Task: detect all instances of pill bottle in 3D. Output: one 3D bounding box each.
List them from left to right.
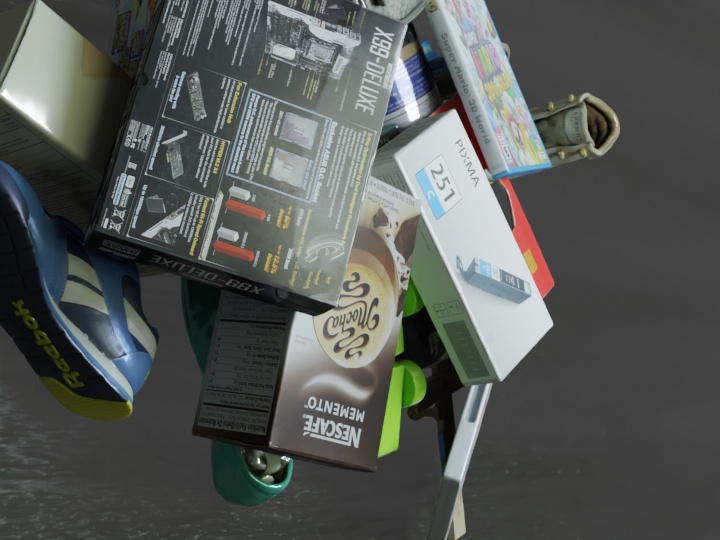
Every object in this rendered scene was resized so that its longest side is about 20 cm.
[{"bbox_3d":[0.027,-0.103,1.111,0.112,0.112,0.200,-42,116,-47],"label":"pill bottle"}]

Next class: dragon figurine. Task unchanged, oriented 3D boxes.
[{"bbox_3d":[0.081,-0.189,1.232,0.200,0.099,0.059,-55,133,-58],"label":"dragon figurine"}]

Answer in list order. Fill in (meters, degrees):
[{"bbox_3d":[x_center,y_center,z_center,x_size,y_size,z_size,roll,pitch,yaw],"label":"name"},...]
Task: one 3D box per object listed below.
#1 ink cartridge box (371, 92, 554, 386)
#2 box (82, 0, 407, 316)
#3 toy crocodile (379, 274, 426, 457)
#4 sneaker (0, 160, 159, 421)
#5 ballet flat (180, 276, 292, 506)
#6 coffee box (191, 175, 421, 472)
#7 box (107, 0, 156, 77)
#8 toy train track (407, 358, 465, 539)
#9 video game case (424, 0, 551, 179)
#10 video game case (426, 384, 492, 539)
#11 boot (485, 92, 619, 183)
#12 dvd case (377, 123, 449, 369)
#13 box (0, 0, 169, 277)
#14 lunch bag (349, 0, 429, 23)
[{"bbox_3d":[0.099,-0.036,1.054,0.176,0.045,0.200,-41,110,-45],"label":"ink cartridge box"},{"bbox_3d":[-0.069,-0.089,0.820,0.158,0.050,0.200,17,75,-16],"label":"box"},{"bbox_3d":[0.009,0.058,1.033,0.067,0.062,0.200,-18,115,-42],"label":"toy crocodile"},{"bbox_3d":[-0.196,0.004,0.844,0.082,0.074,0.200,-57,134,-42],"label":"sneaker"},{"bbox_3d":[-0.083,0.076,0.970,0.067,0.070,0.200,-8,89,-52],"label":"ballet flat"},{"bbox_3d":[-0.034,0.031,0.907,0.113,0.080,0.200,21,75,-47],"label":"coffee box"},{"bbox_3d":[-0.118,-0.217,0.928,0.039,0.137,0.200,18,70,-48],"label":"box"},{"bbox_3d":[0.068,0.146,1.185,0.115,0.032,0.200,-18,103,-59],"label":"toy train track"},{"bbox_3d":[0.103,-0.176,1.110,0.143,0.018,0.200,-17,84,-66],"label":"video game case"},{"bbox_3d":[0.098,0.124,1.123,0.143,0.018,0.200,96,13,-56],"label":"video game case"},{"bbox_3d":[0.141,-0.121,1.222,0.200,0.155,0.072,-13,93,-53],"label":"boot"},{"bbox_3d":[0.000,0.000,1.059,0.146,0.022,0.200,-24,106,-8],"label":"dvd case"},{"bbox_3d":[-0.181,-0.080,0.860,0.200,0.095,0.078,42,52,-41],"label":"box"},{"bbox_3d":[-0.038,-0.230,0.982,0.139,0.200,0.168,50,46,-33],"label":"lunch bag"}]
